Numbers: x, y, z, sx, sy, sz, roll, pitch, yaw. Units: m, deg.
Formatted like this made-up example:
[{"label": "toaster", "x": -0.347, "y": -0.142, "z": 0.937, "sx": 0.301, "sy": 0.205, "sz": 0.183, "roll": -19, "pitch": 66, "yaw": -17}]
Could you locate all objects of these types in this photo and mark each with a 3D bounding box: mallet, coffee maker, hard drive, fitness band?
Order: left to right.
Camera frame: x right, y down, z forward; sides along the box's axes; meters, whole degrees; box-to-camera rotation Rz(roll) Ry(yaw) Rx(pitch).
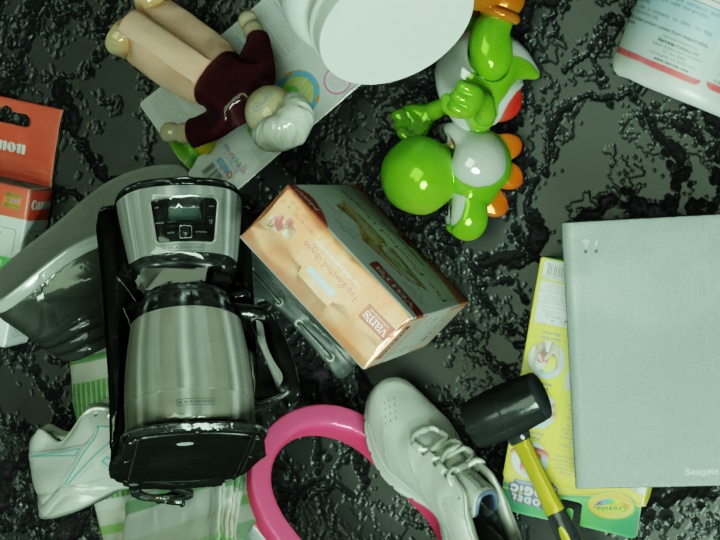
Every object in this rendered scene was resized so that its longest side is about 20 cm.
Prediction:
[{"label": "coffee maker", "x": -0.144, "y": 0.053, "z": 1.460, "sx": 0.192, "sy": 0.134, "sz": 0.202, "roll": -32, "pitch": 56, "yaw": 49}, {"label": "fitness band", "x": -0.003, "y": 0.194, "z": 1.526, "sx": 0.200, "sy": 0.143, "sz": 0.037, "roll": 45, "pitch": 148, "yaw": 8}, {"label": "mallet", "x": 0.153, "y": 0.172, "z": 1.480, "sx": 0.066, "sy": 0.041, "sz": 0.201, "roll": -34, "pitch": 87, "yaw": 18}, {"label": "hard drive", "x": 0.225, "y": 0.061, "z": 1.457, "sx": 0.138, "sy": 0.033, "sz": 0.202, "roll": -3, "pitch": 92, "yaw": 13}]

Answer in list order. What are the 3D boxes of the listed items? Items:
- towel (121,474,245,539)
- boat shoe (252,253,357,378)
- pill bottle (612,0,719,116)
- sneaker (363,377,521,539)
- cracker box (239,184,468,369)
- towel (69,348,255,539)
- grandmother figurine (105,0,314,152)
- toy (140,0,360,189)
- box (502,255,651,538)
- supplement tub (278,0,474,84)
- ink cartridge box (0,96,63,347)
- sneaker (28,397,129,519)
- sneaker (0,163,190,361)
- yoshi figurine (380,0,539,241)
[{"label": "towel", "x": -0.144, "y": 0.263, "z": 1.532, "sx": 0.149, "sy": 0.031, "sz": 0.202, "roll": -22, "pitch": 59, "yaw": 47}, {"label": "boat shoe", "x": -0.072, "y": 0.014, "z": 1.561, "sx": 0.199, "sy": 0.074, "sz": 0.066, "roll": 36, "pitch": 94, "yaw": 5}, {"label": "pill bottle", "x": 0.270, "y": -0.220, "z": 1.435, "sx": 0.108, "sy": 0.109, "sz": 0.202, "roll": 24, "pitch": 99, "yaw": 13}, {"label": "sneaker", "x": 0.073, "y": 0.161, "z": 1.502, "sx": 0.074, "sy": 0.087, "sz": 0.201, "roll": -27, "pitch": 71, "yaw": -25}, {"label": "cracker box", "x": 0.000, "y": 0.000, "z": 1.474, "sx": 0.058, "sy": 0.200, "sz": 0.134, "roll": -45, "pitch": 82, "yaw": 13}, {"label": "towel", "x": -0.159, "y": 0.150, "z": 1.620, "sx": 0.151, "sy": 0.023, "sz": 0.202, "roll": -13, "pitch": 91, "yaw": 17}, {"label": "grandmother figurine", "x": -0.113, "y": -0.148, "z": 1.517, "sx": 0.199, "sy": 0.060, "sz": 0.122, "roll": 33, "pitch": 95, "yaw": 32}, {"label": "toy", "x": -0.066, "y": -0.150, "z": 1.559, "sx": 0.199, "sy": 0.047, "sz": 0.115, "roll": -38, "pitch": 69, "yaw": 4}, {"label": "box", "x": 0.180, "y": 0.097, "z": 1.510, "sx": 0.116, "sy": 0.048, "sz": 0.202, "roll": 11, "pitch": 94, "yaw": 14}, {"label": "supplement tub", "x": -0.007, "y": -0.252, "z": 1.457, "sx": 0.144, "sy": 0.144, "sz": 0.201, "roll": -34, "pitch": 56, "yaw": 15}, {"label": "ink cartridge box", "x": -0.320, "y": -0.046, "z": 1.638, "sx": 0.108, "sy": 0.050, "sz": 0.202, "roll": 12, "pitch": 97, "yaw": 14}, {"label": "sneaker", "x": -0.187, "y": 0.139, "z": 1.580, "sx": 0.199, "sy": 0.070, "sz": 0.081, "roll": -19, "pitch": 86, "yaw": 18}, {"label": "sneaker", "x": -0.202, "y": -0.003, "z": 1.593, "sx": 0.199, "sy": 0.071, "sz": 0.099, "roll": -35, "pitch": 124, "yaw": 8}, {"label": "yoshi figurine", "x": 0.065, "y": -0.125, "z": 1.503, "sx": 0.111, "sy": 0.112, "sz": 0.202, "roll": 7, "pitch": 97, "yaw": 26}]
